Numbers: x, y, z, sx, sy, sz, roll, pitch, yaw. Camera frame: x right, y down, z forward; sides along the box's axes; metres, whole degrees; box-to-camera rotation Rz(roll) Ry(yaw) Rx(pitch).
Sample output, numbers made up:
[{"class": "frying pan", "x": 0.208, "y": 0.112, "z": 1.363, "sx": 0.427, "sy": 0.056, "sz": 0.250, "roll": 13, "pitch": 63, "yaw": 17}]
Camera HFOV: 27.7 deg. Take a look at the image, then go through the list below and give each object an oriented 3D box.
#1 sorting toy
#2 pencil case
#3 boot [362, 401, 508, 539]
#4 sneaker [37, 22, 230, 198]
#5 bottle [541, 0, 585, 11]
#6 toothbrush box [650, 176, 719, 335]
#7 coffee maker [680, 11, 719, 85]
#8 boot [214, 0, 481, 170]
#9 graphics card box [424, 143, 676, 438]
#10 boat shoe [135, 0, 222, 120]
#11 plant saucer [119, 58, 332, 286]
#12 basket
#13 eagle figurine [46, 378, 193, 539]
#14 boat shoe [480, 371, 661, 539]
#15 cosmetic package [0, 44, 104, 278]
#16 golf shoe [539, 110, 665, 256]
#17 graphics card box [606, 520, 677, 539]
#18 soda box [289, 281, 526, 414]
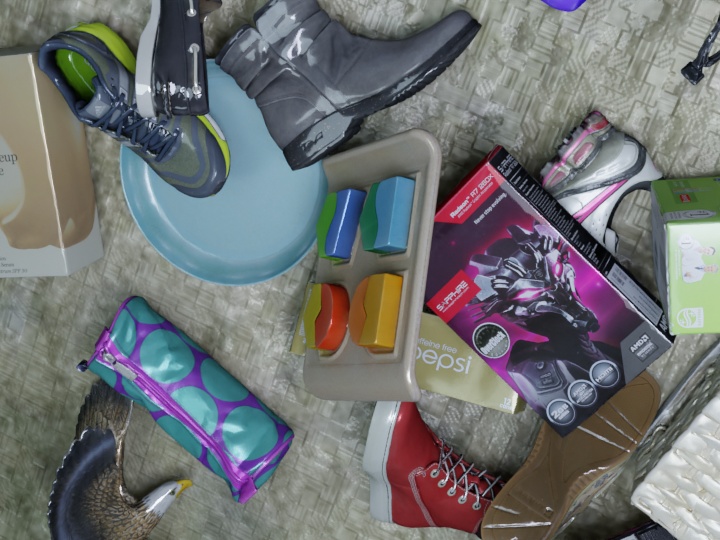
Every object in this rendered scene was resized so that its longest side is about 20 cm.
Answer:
[{"class": "sorting toy", "x": 0.000, "y": 0.000, "z": 1.130, "sx": 0.036, "sy": 0.185, "sz": 0.201, "roll": 7, "pitch": 83, "yaw": -26}, {"class": "pencil case", "x": -0.154, "y": 0.117, "z": 1.308, "sx": 0.200, "sy": 0.092, "sz": 0.085, "roll": 40, "pitch": 114, "yaw": 3}, {"class": "boot", "x": 0.078, "y": 0.164, "z": 1.218, "sx": 0.144, "sy": 0.073, "sz": 0.200, "roll": 12, "pitch": 147, "yaw": 14}, {"class": "sneaker", "x": -0.196, "y": -0.129, "z": 1.225, "sx": 0.200, "sy": 0.081, "sz": 0.074, "roll": 40, "pitch": 114, "yaw": 8}, {"class": "bottle", "x": 0.102, "y": -0.281, "z": 1.118, "sx": 0.200, "sy": 0.065, "sz": 0.084, "roll": 34, "pitch": 117, "yaw": 7}, {"class": "toothbrush box", "x": 0.317, "y": -0.017, "z": 1.060, "sx": 0.199, "sy": 0.146, "sz": 0.086, "roll": -4, "pitch": 105, "yaw": 7}, {"class": "coffee maker", "x": 0.228, "y": -0.273, "z": 1.013, "sx": 0.200, "sy": 0.192, "sz": 0.135, "roll": 42, "pitch": 156, "yaw": 15}, {"class": "boot", "x": -0.014, "y": -0.184, "z": 1.175, "sx": 0.200, "sy": 0.070, "sz": 0.132, "roll": -33, "pitch": 89, "yaw": 9}, {"class": "graphics card box", "x": 0.132, "y": 0.017, "z": 1.125, "sx": 0.200, "sy": 0.051, "sz": 0.125, "roll": 45, "pitch": 117, "yaw": -1}, {"class": "boat shoe", "x": -0.143, "y": -0.219, "z": 1.191, "sx": 0.060, "sy": 0.074, "sz": 0.201, "roll": 3, "pitch": 71, "yaw": 2}, {"class": "plant saucer", "x": -0.115, "y": -0.086, "z": 1.270, "sx": 0.199, "sy": 0.027, "sz": 0.201, "roll": 5, "pitch": 106, "yaw": 17}, {"class": "basket", "x": 0.325, "y": 0.169, "z": 1.142, "sx": 0.200, "sy": 0.123, "sz": 0.136, "roll": 36, "pitch": 114, "yaw": 5}, {"class": "eagle figurine", "x": -0.228, "y": 0.217, "z": 1.343, "sx": 0.151, "sy": 0.151, "sz": 0.200, "roll": -8, "pitch": 119, "yaw": 50}, {"class": "boat shoe", "x": 0.170, "y": 0.160, "z": 1.200, "sx": 0.073, "sy": 0.063, "sz": 0.200, "roll": 41, "pitch": 79, "yaw": 18}, {"class": "cosmetic package", "x": -0.303, "y": -0.098, "z": 1.306, "sx": 0.105, "sy": 0.071, "sz": 0.201, "roll": -3, "pitch": 105, "yaw": 20}, {"class": "golf shoe", "x": 0.158, "y": -0.026, "z": 1.170, "sx": 0.092, "sy": 0.073, "sz": 0.200, "roll": 39, "pitch": 114, "yaw": 3}, {"class": "graphics card box", "x": 0.182, "y": 0.250, "z": 1.167, "sx": 0.125, "sy": 0.200, "sz": 0.051, "roll": -30, "pitch": 77, "yaw": 24}, {"class": "soda box", "x": 0.047, "y": 0.064, "z": 1.229, "sx": 0.199, "sy": 0.068, "sz": 0.064, "roll": 15, "pitch": 91, "yaw": 15}]
